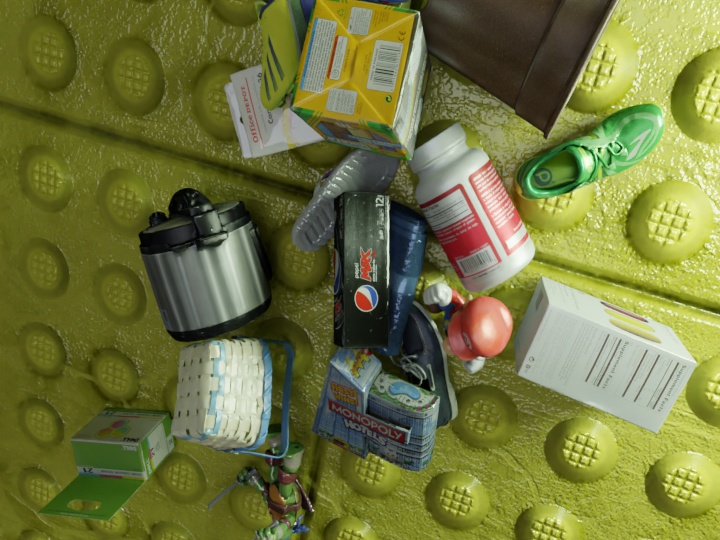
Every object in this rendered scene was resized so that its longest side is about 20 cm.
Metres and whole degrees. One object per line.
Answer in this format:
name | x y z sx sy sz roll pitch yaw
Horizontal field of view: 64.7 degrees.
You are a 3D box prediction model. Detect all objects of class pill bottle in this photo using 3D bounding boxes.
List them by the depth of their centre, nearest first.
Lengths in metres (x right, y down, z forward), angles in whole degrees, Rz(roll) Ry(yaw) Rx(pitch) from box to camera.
pill bottle | 0.142 -0.086 0.762 0.110 0.112 0.204 -27 98 19

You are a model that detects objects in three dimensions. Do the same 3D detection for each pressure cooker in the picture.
pressure cooker | -0.231 -0.019 0.840 0.170 0.179 0.207 -10 105 19

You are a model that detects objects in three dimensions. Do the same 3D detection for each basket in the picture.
basket | -0.177 0.182 0.854 0.136 0.197 0.183 -16 64 40

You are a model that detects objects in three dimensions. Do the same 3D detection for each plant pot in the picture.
plant pot | 0.181 -0.292 0.660 0.194 0.200 0.205 30 111 12

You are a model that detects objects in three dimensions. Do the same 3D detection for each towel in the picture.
towel | 0.044 0.011 0.823 0.047 0.111 0.207 2 110 -33

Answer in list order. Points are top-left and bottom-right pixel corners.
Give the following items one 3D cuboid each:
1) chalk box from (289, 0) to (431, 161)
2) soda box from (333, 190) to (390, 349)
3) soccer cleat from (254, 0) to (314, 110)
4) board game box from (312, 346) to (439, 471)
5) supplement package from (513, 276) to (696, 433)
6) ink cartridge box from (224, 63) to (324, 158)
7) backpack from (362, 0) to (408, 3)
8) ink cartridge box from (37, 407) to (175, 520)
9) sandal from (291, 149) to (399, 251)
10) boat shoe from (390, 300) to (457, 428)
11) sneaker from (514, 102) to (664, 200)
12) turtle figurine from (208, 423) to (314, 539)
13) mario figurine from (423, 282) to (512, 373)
chalk box | 0.012 -0.215 0.683 0.119 0.200 0.129 14 91 11
soda box | 0.000 0.000 0.776 0.068 0.063 0.209 1 88 -16
soccer cleat | -0.095 -0.287 0.687 0.081 0.066 0.202 19 138 -16
board game box | 0.016 0.200 0.844 0.194 0.062 0.205 19 135 22
supplement package | 0.322 0.109 0.775 0.194 0.114 0.113 21 111 5
ink cartridge box | -0.107 -0.232 0.804 0.193 0.068 0.121 -11 103 17
backpack | 0.018 -0.418 0.683 0.193 0.135 0.189 17 109 9
ink cartridge box | -0.434 0.326 0.979 0.142 0.200 0.079 0 107 13
sandal | -0.031 -0.116 0.826 0.202 0.050 0.082 -42 132 9
boat shoe | 0.090 0.148 0.862 0.074 0.061 0.207 11 122 56
sneaker | 0.293 -0.140 0.724 0.196 0.084 0.076 -27 99 19
turtle figurine | -0.169 0.374 0.955 0.192 0.144 0.202 10 101 -2
mario figurine | 0.126 0.078 0.760 0.119 0.200 0.110 17 91 -4
